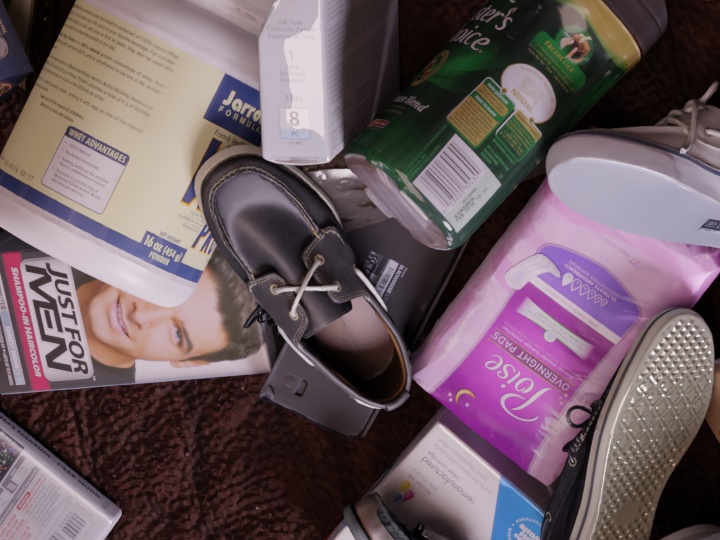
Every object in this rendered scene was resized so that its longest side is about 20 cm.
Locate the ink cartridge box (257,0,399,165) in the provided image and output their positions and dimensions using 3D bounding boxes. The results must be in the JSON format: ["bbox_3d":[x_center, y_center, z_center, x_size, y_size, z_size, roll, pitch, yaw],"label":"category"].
[{"bbox_3d":[-0.020,-0.180,1.557,0.047,0.160,0.201,2,108,17],"label":"ink cartridge box"}]

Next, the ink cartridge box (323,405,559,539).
[{"bbox_3d":[0.043,0.189,1.712,0.116,0.067,0.200,40,115,1],"label":"ink cartridge box"}]

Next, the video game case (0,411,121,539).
[{"bbox_3d":[-0.288,0.184,1.850,0.182,0.023,0.200,38,116,3],"label":"video game case"}]

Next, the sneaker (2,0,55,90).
[{"bbox_3d":[-0.237,-0.217,1.668,0.089,0.067,0.201,15,115,8],"label":"sneaker"}]

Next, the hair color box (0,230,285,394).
[{"bbox_3d":[-0.149,0.019,1.724,0.199,0.061,0.100,-6,106,20],"label":"hair color box"}]

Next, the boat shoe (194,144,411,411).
[{"bbox_3d":[-0.029,0.005,1.580,0.072,0.068,0.200,-34,123,1],"label":"boat shoe"}]

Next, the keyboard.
[{"bbox_3d":[0.000,0.000,1.666,0.104,0.040,0.201,27,98,-11],"label":"keyboard"}]

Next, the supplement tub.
[{"bbox_3d":[-0.129,-0.094,1.607,0.144,0.145,0.201,27,91,8],"label":"supplement tub"}]

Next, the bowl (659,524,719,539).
[{"bbox_3d":[0.206,0.218,1.583,0.201,0.200,0.091,-53,53,25],"label":"bowl"}]

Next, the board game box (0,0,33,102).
[{"bbox_3d":[-0.288,-0.183,1.660,0.135,0.034,0.201,-36,76,49],"label":"board game box"}]

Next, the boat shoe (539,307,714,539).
[{"bbox_3d":[0.156,0.108,1.585,0.062,0.074,0.201,46,127,50],"label":"boat shoe"}]

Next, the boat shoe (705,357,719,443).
[{"bbox_3d":[0.276,0.125,1.611,0.201,0.065,0.072,57,159,-18],"label":"boat shoe"}]

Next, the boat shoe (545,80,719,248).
[{"bbox_3d":[0.199,-0.069,1.536,0.201,0.087,0.075,11,151,-20],"label":"boat shoe"}]

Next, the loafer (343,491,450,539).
[{"bbox_3d":[0.068,0.210,1.646,0.063,0.072,0.200,-36,104,5],"label":"loafer"}]

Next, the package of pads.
[{"bbox_3d":[0.130,0.021,1.621,0.120,0.076,0.200,37,116,3],"label":"package of pads"}]

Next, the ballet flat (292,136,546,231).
[{"bbox_3d":[0.026,-0.069,1.613,0.199,0.047,0.068,-14,146,1],"label":"ballet flat"}]

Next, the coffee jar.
[{"bbox_3d":[0.087,-0.108,1.534,0.200,0.104,0.085,-45,101,-8],"label":"coffee jar"}]
